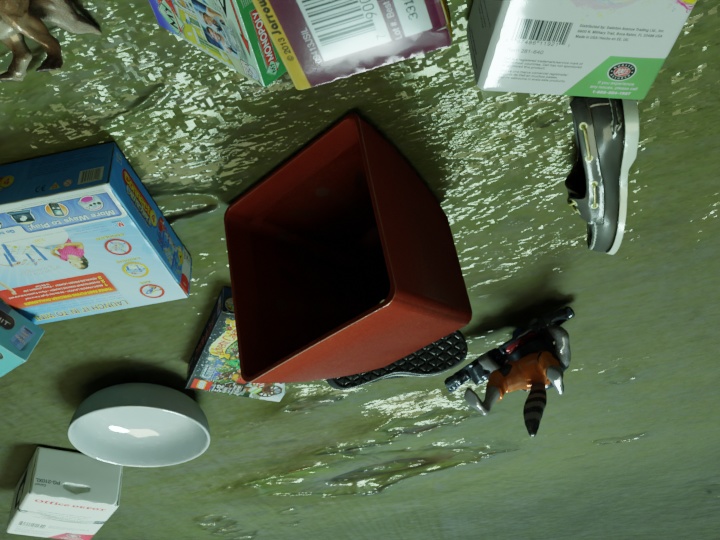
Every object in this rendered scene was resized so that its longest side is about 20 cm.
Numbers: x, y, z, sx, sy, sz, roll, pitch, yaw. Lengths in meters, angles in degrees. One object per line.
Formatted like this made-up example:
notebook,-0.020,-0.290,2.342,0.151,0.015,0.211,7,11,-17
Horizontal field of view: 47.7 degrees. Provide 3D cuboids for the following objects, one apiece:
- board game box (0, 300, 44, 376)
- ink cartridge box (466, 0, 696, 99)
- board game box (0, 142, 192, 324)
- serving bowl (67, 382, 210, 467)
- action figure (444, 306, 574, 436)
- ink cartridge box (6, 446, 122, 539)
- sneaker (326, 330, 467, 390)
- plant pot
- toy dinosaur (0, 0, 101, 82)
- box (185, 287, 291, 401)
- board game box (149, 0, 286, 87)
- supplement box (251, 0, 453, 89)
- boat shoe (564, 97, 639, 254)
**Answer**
board game box,-0.476,0.072,0.934,0.151,0.047,0.200,41,135,-24
ink cartridge box,0.173,-0.231,0.600,0.144,0.084,0.200,2,144,-7
board game box,-0.307,-0.030,0.856,0.199,0.056,0.196,-10,144,8
serving bowl,-0.317,0.216,1.181,0.199,0.066,0.201,-3,144,-2
action figure,0.199,0.140,1.037,0.200,0.105,0.193,-36,174,27
ink cartridge box,-0.500,0.382,1.376,0.144,0.085,0.200,16,140,-25
sneaker,0.042,0.110,1.089,0.199,0.072,0.083,-10,177,2
plant pot,0.000,0.000,0.824,0.200,0.201,0.176,-31,146,33
toy dinosaur,-0.291,-0.211,0.602,0.199,0.136,0.086,-10,-170,-27
box,-0.140,0.103,1.067,0.136,0.038,0.200,11,141,-19
board game box,-0.123,-0.231,0.549,0.029,0.134,0.200,-44,148,-19
supplement box,-0.016,-0.230,0.486,0.103,0.201,0.131,-14,143,13
boat shoe,0.234,-0.093,0.810,0.060,0.072,0.202,-4,137,7
